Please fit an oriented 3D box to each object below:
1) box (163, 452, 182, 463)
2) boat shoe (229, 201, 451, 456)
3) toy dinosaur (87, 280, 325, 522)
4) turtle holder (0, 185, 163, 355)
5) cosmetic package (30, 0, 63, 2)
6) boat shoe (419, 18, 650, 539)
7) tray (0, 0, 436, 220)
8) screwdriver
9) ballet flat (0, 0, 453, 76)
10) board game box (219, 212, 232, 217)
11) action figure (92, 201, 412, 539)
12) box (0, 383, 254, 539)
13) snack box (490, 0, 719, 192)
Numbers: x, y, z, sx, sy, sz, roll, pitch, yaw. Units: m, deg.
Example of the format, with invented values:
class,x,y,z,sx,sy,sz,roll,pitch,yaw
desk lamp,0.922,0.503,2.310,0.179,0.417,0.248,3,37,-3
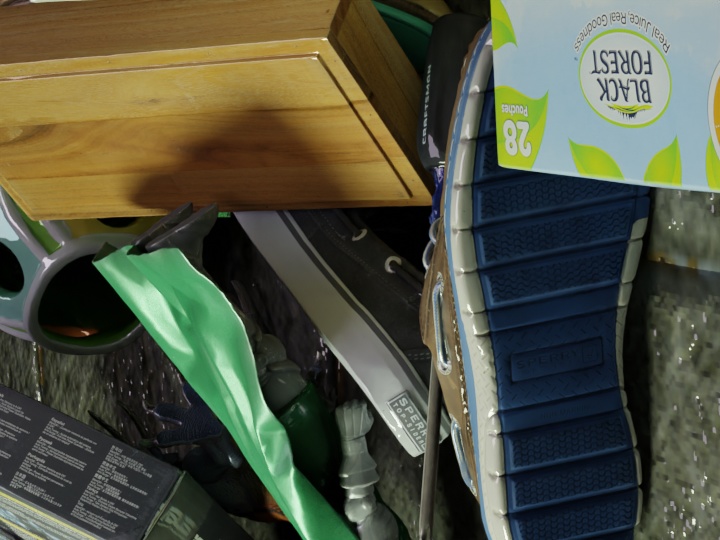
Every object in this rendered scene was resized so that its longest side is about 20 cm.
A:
class,x,y,z,sx,sy,sz,roll,pitch,yaw
box,-0.169,0.219,1.155,0.124,0.200,0.197,110,147,-48
boat shoe,0.000,0.000,0.898,0.069,0.057,0.200,54,179,-41
toy dinosaur,-0.061,0.101,1.030,0.200,0.105,0.182,60,167,25
turtle holder,-0.131,-0.043,1.102,0.186,0.141,0.132,-42,44,24
cosmetic package,-0.024,-0.147,0.739,0.104,0.200,0.073,-122,34,-47
boat shoe,0.051,0.006,0.762,0.072,0.072,0.200,-155,62,-65
tray,-0.072,-0.064,0.877,0.200,0.099,0.037,-1,53,32
screwdriver,0.028,0.002,0.813,0.029,0.028,0.200,-2,76,44
ballet flat,-0.052,-0.116,0.889,0.069,0.200,0.063,68,-148,-53
board game box,-0.067,-0.132,1.020,0.105,0.023,0.200,-82,-8,-77
action figure,-0.024,0.066,0.877,0.200,0.055,0.118,58,169,-13
box,-0.134,0.109,1.029,0.200,0.049,0.161,21,162,32
snack box,0.099,-0.124,0.628,0.169,0.068,0.200,-169,73,-65
